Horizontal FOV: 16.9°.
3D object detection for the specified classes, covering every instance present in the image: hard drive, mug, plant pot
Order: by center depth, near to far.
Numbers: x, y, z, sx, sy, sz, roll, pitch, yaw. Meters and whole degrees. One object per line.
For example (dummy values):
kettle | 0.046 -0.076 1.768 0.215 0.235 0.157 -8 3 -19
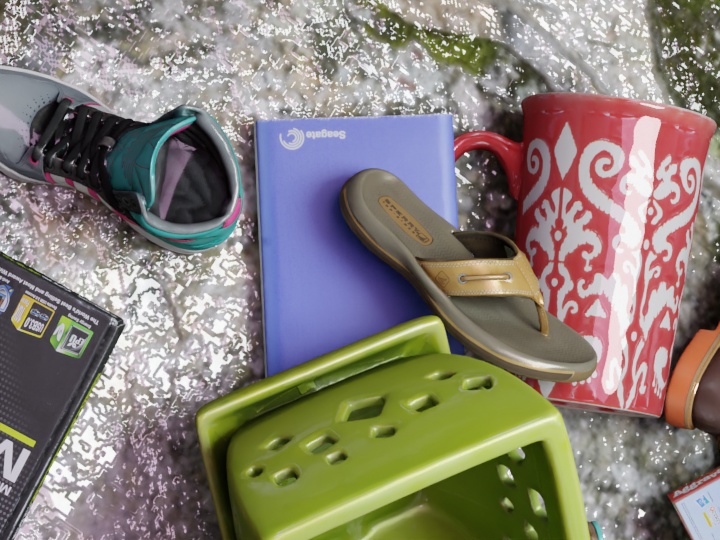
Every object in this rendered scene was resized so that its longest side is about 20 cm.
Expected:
plant pot | 0.013 0.155 1.480 0.199 0.182 0.200 -22 125 -15
hard drive | 0.000 0.000 1.589 0.131 0.025 0.202 -2 85 -7
mug | 0.143 -0.009 1.632 0.133 0.176 0.202 14 81 -57

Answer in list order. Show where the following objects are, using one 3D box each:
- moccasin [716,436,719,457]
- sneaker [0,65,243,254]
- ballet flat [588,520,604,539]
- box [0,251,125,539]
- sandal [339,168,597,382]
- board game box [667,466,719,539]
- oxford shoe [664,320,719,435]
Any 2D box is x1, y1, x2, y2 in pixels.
moccasin | 0.302 0.187 1.679 0.073 0.078 0.203 -4 86 -22
sneaker | -0.154 -0.073 1.498 0.199 0.121 0.084 26 75 -17
ballet flat | 0.150 0.268 1.622 0.072 0.068 0.201 -16 90 -3
box | -0.268 0.068 1.422 0.199 0.048 0.194 29 89 0
sandal | 0.072 -0.003 1.532 0.200 0.054 0.080 43 33 11
board game box | 0.296 0.212 1.637 0.102 0.019 0.201 -28 105 3
oxford shoe | 0.281 0.046 1.666 0.200 0.072 0.071 -52 148 -36
